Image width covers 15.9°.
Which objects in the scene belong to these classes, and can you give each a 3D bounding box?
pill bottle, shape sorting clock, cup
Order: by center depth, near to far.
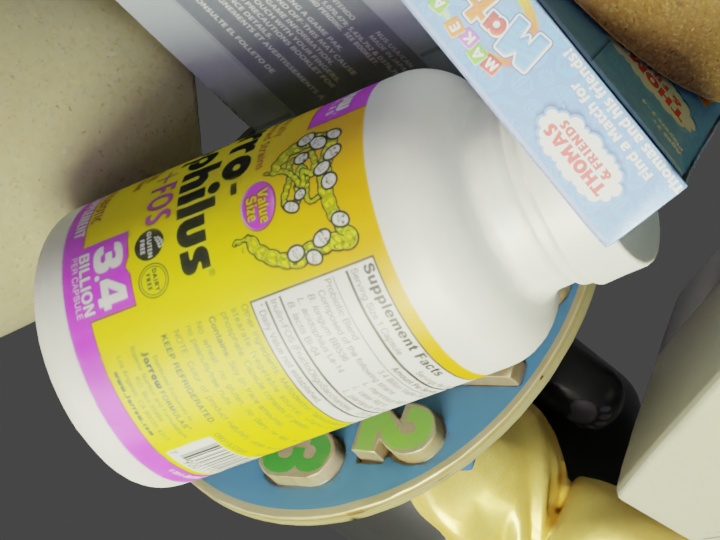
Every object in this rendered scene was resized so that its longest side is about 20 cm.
[{"bbox_3d":[-0.004,-0.003,0.867,0.199,0.105,0.105,-21,121,23],"label":"pill bottle"},{"bbox_3d":[0.000,0.000,0.954,0.199,0.201,0.039,-8,147,27],"label":"shape sorting clock"},{"bbox_3d":[-0.135,-0.064,0.971,0.142,0.201,0.201,-6,133,-6],"label":"cup"}]

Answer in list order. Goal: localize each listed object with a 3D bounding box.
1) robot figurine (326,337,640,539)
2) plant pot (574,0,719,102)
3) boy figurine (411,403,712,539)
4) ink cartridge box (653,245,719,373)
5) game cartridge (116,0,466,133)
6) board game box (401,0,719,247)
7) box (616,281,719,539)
[{"bbox_3d":[0.035,0.060,1.050,0.200,0.125,0.150,37,109,-14],"label":"robot figurine"},{"bbox_3d":[0.132,-0.184,0.764,0.186,0.187,0.200,42,116,-19],"label":"plant pot"},{"bbox_3d":[0.095,0.119,0.967,0.199,0.065,0.124,36,143,-7],"label":"boy figurine"},{"bbox_3d":[0.219,0.011,0.959,0.145,0.085,0.200,29,136,-6],"label":"ink cartridge box"},{"bbox_3d":[-0.030,-0.114,0.875,0.133,0.041,0.200,-16,129,47],"label":"game cartridge"},{"bbox_3d":[0.060,-0.102,0.809,0.037,0.200,0.152,-38,93,22],"label":"board game box"},{"bbox_3d":[0.167,0.013,0.867,0.068,0.082,0.200,30,136,-4],"label":"box"}]
